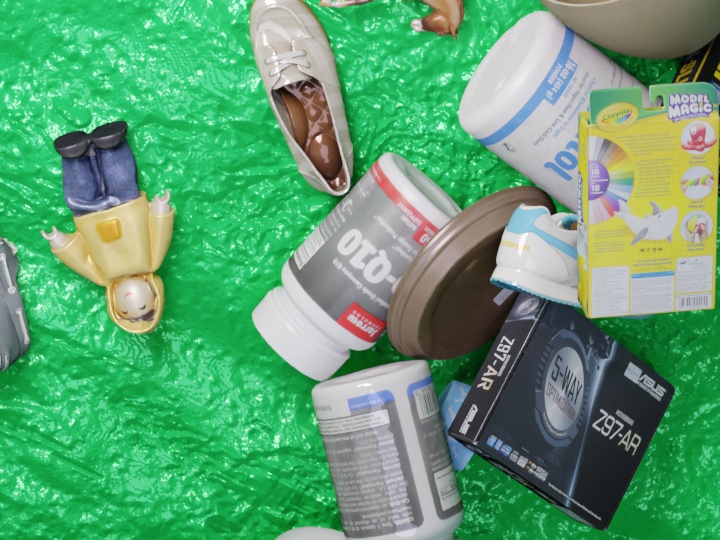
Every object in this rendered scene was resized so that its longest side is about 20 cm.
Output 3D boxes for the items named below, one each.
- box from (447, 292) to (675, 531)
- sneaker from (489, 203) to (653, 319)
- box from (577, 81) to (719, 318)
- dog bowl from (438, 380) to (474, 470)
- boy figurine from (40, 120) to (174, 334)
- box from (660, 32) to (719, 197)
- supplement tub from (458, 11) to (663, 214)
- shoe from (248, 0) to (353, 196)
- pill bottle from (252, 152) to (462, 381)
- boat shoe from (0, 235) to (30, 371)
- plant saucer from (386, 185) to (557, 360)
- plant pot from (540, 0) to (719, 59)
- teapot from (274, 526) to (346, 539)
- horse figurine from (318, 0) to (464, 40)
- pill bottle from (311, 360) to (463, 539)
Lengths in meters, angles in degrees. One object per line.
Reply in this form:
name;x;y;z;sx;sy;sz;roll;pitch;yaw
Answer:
box;0.193;0.132;1.762;0.200;0.043;0.161;36;77;-33
sneaker;0.206;-0.006;1.674;0.199;0.076;0.081;14;91;-43
box;0.243;-0.063;1.581;0.117;0.048;0.201;-4;112;-5
dog bowl;0.062;0.192;1.804;0.049;0.112;0.200;33;106;-2
boy figurine;-0.230;-0.032;1.713;0.124;0.064;0.201;-12;108;-3
box;0.361;-0.155;1.668;0.159;0.049;0.201;36;65;-15
supplement tub;0.200;-0.127;1.678;0.200;0.132;0.132;34;105;-16
shoe;-0.048;-0.159;1.685;0.070;0.053;0.201;-19;111;2
pill bottle;0.000;0.000;1.718;0.114;0.114;0.200;38;103;-17
boat shoe;-0.350;-0.003;1.726;0.062;0.073;0.201;-23;110;-43
plant saucer;0.110;0.009;1.711;0.200;0.029;0.201;-31;147;-23
plant pot;0.255;-0.261;1.613;0.200;0.201;0.135;-34;131;8
teapot;-0.031;0.356;1.798;0.199;0.146;0.198;8;141;28
horse figurine;0.035;-0.302;1.641;0.132;0.050;0.201;6;113;-1
pill bottle;0.031;0.191;1.700;0.113;0.114;0.201;-13;92;0
